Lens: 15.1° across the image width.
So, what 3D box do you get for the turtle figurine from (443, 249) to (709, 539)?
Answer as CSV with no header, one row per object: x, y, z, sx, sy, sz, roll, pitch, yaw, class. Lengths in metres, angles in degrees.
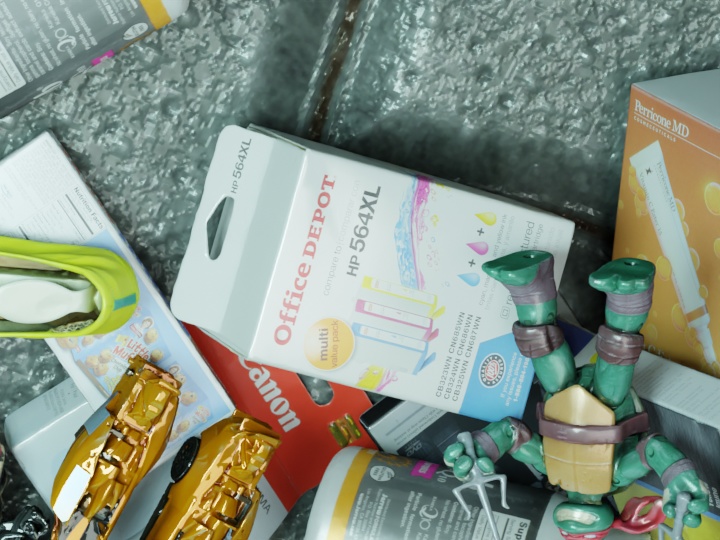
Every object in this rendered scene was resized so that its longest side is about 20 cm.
0.122,0.092,1.535,0.148,0.101,0.202,-1,105,9,turtle figurine

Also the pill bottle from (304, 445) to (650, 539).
0.070,0.183,1.649,0.198,0.116,0.117,12,112,11,pill bottle

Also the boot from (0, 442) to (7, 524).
-0.214,0.171,1.619,0.198,0.073,0.151,3,124,9,boot

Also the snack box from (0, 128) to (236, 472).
-0.156,0.020,1.594,0.072,0.024,0.201,-34,99,0,snack box

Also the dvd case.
0.111,0.123,1.738,0.150,0.025,0.200,-37,116,-2,dvd case

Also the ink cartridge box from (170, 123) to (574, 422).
0.000,0.000,1.590,0.199,0.125,0.130,14,94,-20,ink cartridge box

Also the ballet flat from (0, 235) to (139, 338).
-0.226,0.009,1.545,0.198,0.067,0.067,4,104,6,ballet flat

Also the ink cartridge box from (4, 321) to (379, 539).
-0.095,0.108,1.668,0.199,0.047,0.161,-31,118,1,ink cartridge box

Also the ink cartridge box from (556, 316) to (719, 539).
0.192,0.141,1.644,0.047,0.200,0.199,-33,117,-24,ink cartridge box

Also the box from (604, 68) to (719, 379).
0.227,-0.007,1.650,0.097,0.124,0.201,-10,116,-31,box

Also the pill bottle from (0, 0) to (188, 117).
-0.204,-0.146,1.482,0.199,0.116,0.117,-29,117,0,pill bottle

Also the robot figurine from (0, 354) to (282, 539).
-0.136,0.159,1.569,0.144,0.058,0.201,28,92,-21,robot figurine
